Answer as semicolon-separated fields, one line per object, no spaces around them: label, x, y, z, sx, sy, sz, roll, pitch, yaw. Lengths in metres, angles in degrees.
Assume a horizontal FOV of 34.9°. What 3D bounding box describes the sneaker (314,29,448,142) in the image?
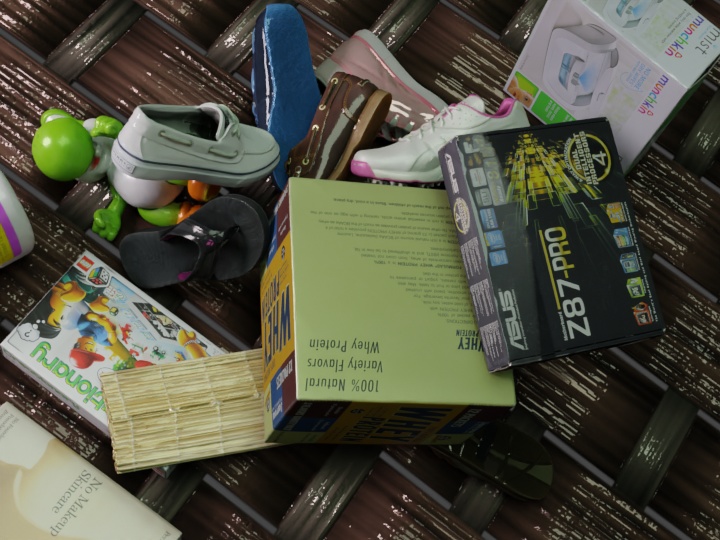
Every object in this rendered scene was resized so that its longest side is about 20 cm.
sneaker;0.025;-0.164;1.245;0.104;0.076;0.200;-36;74;-21

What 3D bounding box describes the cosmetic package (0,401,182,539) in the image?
cosmetic package;-0.265;0.220;1.008;0.199;0.071;0.106;34;63;5

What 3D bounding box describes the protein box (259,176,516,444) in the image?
protein box;0.017;0.042;1.036;0.196;0.135;0.202;3;66;-16

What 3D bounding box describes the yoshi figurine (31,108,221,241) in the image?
yoshi figurine;-0.245;-0.097;1.142;0.198;0.112;0.113;25;70;4

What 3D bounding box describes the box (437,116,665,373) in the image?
box;0.165;-0.025;0.995;0.159;0.049;0.202;-9;80;-20

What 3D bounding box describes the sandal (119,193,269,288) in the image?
sandal;-0.162;-0.016;1.079;0.048;0.199;0.076;-36;105;-49

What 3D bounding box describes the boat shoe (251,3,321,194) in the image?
boat shoe;-0.077;-0.180;1.229;0.083;0.068;0.203;1;87;-26

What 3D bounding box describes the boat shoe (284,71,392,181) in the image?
boat shoe;-0.041;-0.108;1.178;0.070;0.070;0.201;26;82;12

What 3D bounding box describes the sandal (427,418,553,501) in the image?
sandal;0.103;0.158;1.126;0.199;0.055;0.082;35;62;-11

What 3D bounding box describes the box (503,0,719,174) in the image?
box;0.274;-0.223;1.251;0.176;0.200;0.097;42;65;9

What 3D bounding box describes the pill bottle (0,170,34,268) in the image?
pill bottle;-0.415;-0.019;1.070;0.199;0.104;0.105;-31;75;-23

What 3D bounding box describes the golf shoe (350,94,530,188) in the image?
golf shoe;0.084;-0.132;1.169;0.198;0.075;0.093;-6;102;-18

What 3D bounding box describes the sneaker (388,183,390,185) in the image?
sneaker;0.000;0.000;1.177;0.082;0.074;0.202;34;61;-23

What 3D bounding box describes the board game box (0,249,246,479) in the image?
board game box;-0.225;0.088;1.097;0.199;0.035;0.127;35;64;6

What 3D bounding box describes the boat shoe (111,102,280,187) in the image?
boat shoe;-0.142;-0.124;1.094;0.074;0.067;0.199;47;33;22

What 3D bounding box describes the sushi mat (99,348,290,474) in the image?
sushi mat;-0.137;0.127;1.071;0.198;0.012;0.097;-8;68;-17
